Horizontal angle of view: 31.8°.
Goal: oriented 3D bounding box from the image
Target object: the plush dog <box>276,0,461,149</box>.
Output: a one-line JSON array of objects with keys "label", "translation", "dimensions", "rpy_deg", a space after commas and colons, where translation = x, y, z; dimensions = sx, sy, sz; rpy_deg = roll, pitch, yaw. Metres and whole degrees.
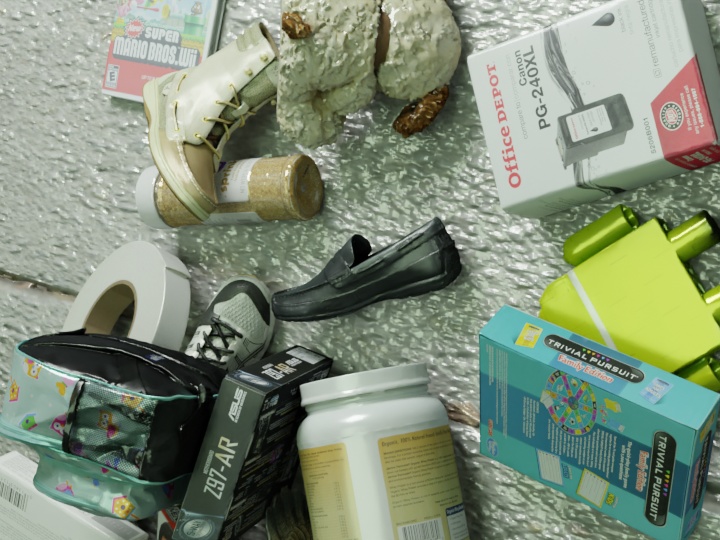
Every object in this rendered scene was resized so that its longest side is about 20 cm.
[{"label": "plush dog", "translation": [0.010, -0.217, 1.181], "dimensions": [0.170, 0.160, 0.202], "rpy_deg": [2, 89, -5]}]

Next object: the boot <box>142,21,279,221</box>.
[{"label": "boot", "translation": [-0.133, -0.154, 1.261], "dimensions": [0.154, 0.072, 0.201], "rpy_deg": [-28, 47, 9]}]

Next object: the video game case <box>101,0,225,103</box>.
[{"label": "video game case", "translation": [-0.211, -0.281, 1.382], "dimensions": [0.142, 0.017, 0.202], "rpy_deg": [15, 96, 31]}]

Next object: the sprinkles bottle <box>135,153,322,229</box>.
[{"label": "sprinkles bottle", "translation": [-0.137, -0.080, 1.305], "dimensions": [0.198, 0.068, 0.069], "rpy_deg": [-2, 88, 30]}]

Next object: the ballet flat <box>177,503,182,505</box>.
[{"label": "ballet flat", "translation": [-0.173, 0.250, 1.322], "dimensions": [0.069, 0.069, 0.202], "rpy_deg": [21, 100, 29]}]

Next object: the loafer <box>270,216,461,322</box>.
[{"label": "loafer", "translation": [0.000, 0.000, 1.217], "dimensions": [0.199, 0.068, 0.071], "rpy_deg": [-16, 99, 23]}]

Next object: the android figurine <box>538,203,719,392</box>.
[{"label": "android figurine", "translation": [0.237, 0.039, 1.094], "dimensions": [0.199, 0.041, 0.183], "rpy_deg": [-37, 72, 25]}]

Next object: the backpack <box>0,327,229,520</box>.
[{"label": "backpack", "translation": [-0.230, 0.136, 1.167], "dimensions": [0.198, 0.176, 0.155], "rpy_deg": [22, 99, 16]}]

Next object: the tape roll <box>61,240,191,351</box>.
[{"label": "tape roll", "translation": [-0.254, 0.067, 1.339], "dimensions": [0.202, 0.037, 0.204], "rpy_deg": [-29, 47, 37]}]

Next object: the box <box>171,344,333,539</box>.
[{"label": "box", "translation": [-0.097, 0.164, 1.199], "dimensions": [0.043, 0.200, 0.162], "rpy_deg": [21, 101, 14]}]

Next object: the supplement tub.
[{"label": "supplement tub", "translation": [0.019, 0.194, 1.162], "dimensions": [0.143, 0.144, 0.202], "rpy_deg": [-14, 82, 30]}]

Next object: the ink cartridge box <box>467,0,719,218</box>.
[{"label": "ink cartridge box", "translation": [0.205, -0.143, 1.092], "dimensions": [0.199, 0.083, 0.147], "rpy_deg": [-17, 81, 29]}]

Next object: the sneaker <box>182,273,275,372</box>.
[{"label": "sneaker", "translation": [-0.152, 0.099, 1.289], "dimensions": [0.075, 0.088, 0.201], "rpy_deg": [30, 108, 3]}]

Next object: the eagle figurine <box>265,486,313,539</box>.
[{"label": "eagle figurine", "translation": [-0.066, 0.332, 1.200], "dimensions": [0.151, 0.150, 0.202], "rpy_deg": [31, 111, 48]}]

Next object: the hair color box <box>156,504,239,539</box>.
[{"label": "hair color box", "translation": [-0.166, 0.346, 1.273], "dimensions": [0.101, 0.061, 0.202], "rpy_deg": [35, 123, 56]}]

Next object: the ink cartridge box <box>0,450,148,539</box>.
[{"label": "ink cartridge box", "translation": [-0.332, 0.318, 1.367], "dimensions": [0.199, 0.045, 0.178], "rpy_deg": [26, 112, 23]}]

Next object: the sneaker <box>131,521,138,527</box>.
[{"label": "sneaker", "translation": [-0.261, 0.255, 1.378], "dimensions": [0.114, 0.072, 0.202], "rpy_deg": [30, 114, 24]}]

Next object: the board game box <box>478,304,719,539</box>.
[{"label": "board game box", "translation": [0.195, 0.131, 1.070], "dimensions": [0.199, 0.047, 0.152], "rpy_deg": [23, 138, 29]}]
